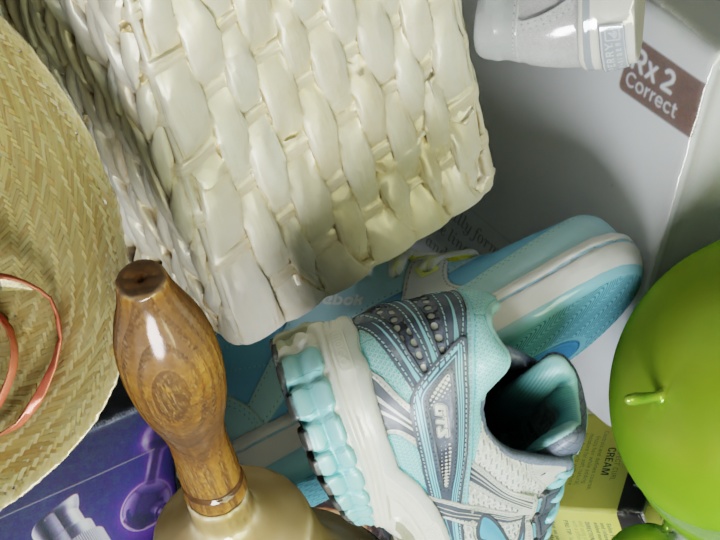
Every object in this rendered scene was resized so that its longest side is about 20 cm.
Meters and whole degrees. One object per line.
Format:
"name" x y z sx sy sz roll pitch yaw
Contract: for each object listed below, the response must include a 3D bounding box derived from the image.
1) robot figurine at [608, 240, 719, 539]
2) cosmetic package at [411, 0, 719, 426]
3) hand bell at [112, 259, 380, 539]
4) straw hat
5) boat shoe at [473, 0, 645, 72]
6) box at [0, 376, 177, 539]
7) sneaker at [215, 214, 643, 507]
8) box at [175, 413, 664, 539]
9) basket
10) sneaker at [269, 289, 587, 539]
"robot figurine" 0.163 0.060 0.995 0.175 0.116 0.200 -48 138 -1
"cosmetic package" 0.143 -0.061 1.098 0.200 0.165 0.165 -9 125 -34
"hand bell" -0.049 0.067 0.899 0.104 0.104 0.200 -35 143 -16
"straw hat" -0.161 -0.016 0.922 0.201 0.201 0.085 -65 175 16
"boat shoe" 0.068 -0.157 0.990 0.068 0.200 0.072 -1 156 7
"box" -0.150 0.121 1.024 0.148 0.104 0.200 -24 132 -25
"sneaker" 0.000 0.000 1.026 0.200 0.131 0.080 -30 161 22
"box" 0.032 0.092 1.093 0.075 0.200 0.050 66 35 -43
"basket" -0.048 -0.091 0.948 0.136 0.123 0.200 -33 134 -18
"sneaker" 0.045 0.073 0.953 0.086 0.078 0.200 -23 146 10
